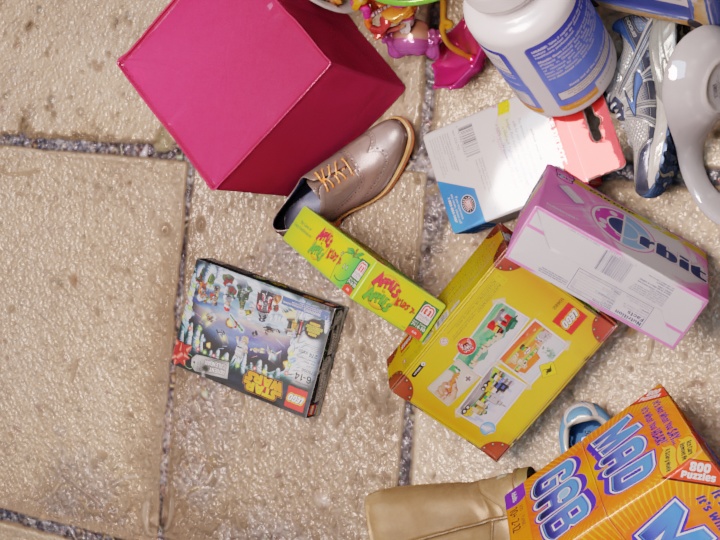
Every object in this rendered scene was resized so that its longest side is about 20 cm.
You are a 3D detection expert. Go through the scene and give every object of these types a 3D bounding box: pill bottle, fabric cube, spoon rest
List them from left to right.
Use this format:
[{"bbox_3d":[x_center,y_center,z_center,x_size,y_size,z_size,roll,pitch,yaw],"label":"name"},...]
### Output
[{"bbox_3d":[-0.109,-0.219,1.337,0.196,0.199,0.200,-43,74,20],"label":"fabric cube"},{"bbox_3d":[0.166,-0.242,1.147,0.111,0.200,0.113,-12,62,24],"label":"pill bottle"},{"bbox_3d":[0.339,-0.143,1.173,0.061,0.099,0.201,25,136,53],"label":"spoon rest"}]

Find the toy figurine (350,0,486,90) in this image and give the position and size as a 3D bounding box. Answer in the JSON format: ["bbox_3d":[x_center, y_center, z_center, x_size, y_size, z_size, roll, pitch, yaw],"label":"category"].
[{"bbox_3d":[0.062,-0.270,1.268,0.199,0.184,0.151,2,56,20],"label":"toy figurine"}]

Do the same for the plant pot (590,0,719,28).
[{"bbox_3d":[0.291,-0.348,1.130,0.199,0.200,0.181,19,83,25],"label":"plant pot"}]

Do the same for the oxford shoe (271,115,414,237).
[{"bbox_3d":[-0.020,-0.101,1.365,0.200,0.073,0.071,-44,73,18],"label":"oxford shoe"}]

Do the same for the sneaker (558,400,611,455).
[{"bbox_3d":[0.252,0.236,1.246,0.072,0.072,0.201,-19,84,22],"label":"sneaker"}]

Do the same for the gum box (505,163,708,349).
[{"bbox_3d":[0.252,-0.014,1.182,0.199,0.114,0.066,29,120,1],"label":"gum box"}]

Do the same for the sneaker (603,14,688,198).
[{"bbox_3d":[0.289,-0.172,1.229,0.085,0.077,0.201,1,82,29],"label":"sneaker"}]

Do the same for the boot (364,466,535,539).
[{"bbox_3d":[0.114,0.314,1.317,0.199,0.066,0.176,-17,71,23],"label":"boot"}]

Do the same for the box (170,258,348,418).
[{"bbox_3d":[-0.124,0.079,1.434,0.199,0.040,0.138,18,99,23],"label":"box"}]

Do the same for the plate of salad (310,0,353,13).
[{"bbox_3d":[-0.065,-0.369,1.313,0.048,0.200,0.201,-39,75,31],"label":"plate of salad"}]

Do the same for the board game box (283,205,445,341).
[{"bbox_3d":[0.000,0.000,1.284,0.048,0.101,0.200,-56,31,3],"label":"board game box"}]

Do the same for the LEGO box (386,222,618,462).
[{"bbox_3d":[0.145,0.077,1.254,0.149,0.077,0.200,35,107,-14],"label":"LEGO box"}]

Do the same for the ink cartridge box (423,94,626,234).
[{"bbox_3d":[0.180,-0.125,1.276,0.199,0.067,0.117,-20,83,24],"label":"ink cartridge box"}]

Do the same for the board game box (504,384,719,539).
[{"bbox_3d":[0.276,0.267,1.117,0.199,0.200,0.200,-37,96,10],"label":"board game box"}]
